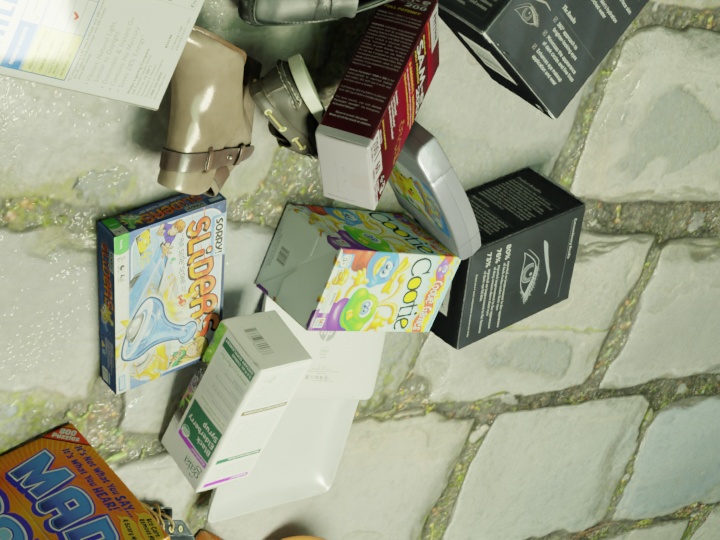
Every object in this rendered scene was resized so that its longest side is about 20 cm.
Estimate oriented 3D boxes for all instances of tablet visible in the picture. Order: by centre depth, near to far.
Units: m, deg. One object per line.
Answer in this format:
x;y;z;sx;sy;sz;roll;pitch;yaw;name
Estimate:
-0.046;0.088;1.751;0.199;0.014;0.132;4;99;-45;tablet

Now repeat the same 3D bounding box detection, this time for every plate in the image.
-0.093;0.198;1.808;0.198;0.032;0.202;-8;124;-42;plate

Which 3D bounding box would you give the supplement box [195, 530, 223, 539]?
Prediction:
-0.137;0.400;1.787;0.067;0.200;0.069;-50;142;0;supplement box

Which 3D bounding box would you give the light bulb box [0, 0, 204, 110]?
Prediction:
-0.233;-0.259;1.224;0.199;0.125;0.200;8;114;-47;light bulb box

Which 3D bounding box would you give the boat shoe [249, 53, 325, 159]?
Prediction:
-0.066;-0.156;1.507;0.060;0.072;0.201;-23;163;1;boat shoe

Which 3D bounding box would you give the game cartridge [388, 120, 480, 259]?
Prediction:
0.070;-0.098;1.655;0.040;0.133;0.201;-42;141;-11;game cartridge

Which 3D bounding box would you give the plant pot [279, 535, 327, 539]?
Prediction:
-0.058;0.450;1.935;0.201;0.200;0.140;-50;159;-2;plant pot

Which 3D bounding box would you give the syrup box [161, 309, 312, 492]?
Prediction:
-0.138;0.145;1.643;0.081;0.079;0.201;-10;140;-44;syrup box

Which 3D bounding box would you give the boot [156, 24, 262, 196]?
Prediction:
-0.158;-0.148;1.419;0.200;0.070;0.148;20;92;-61;boot

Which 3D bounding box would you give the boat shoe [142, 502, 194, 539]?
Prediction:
-0.245;0.289;1.702;0.091;0.071;0.201;-32;145;-25;boat shoe

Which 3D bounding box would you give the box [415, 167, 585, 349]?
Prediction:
0.166;-0.017;1.841;0.199;0.104;0.149;-21;133;-34;box

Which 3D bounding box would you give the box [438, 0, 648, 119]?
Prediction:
0.199;-0.308;1.631;0.201;0.117;0.196;-51;142;1;box

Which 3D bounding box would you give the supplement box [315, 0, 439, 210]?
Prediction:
0.021;-0.175;1.520;0.109;0.060;0.201;83;26;-58;supplement box

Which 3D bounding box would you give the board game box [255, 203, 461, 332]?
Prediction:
0.000;0.000;1.686;0.199;0.103;0.106;2;118;-46;board game box

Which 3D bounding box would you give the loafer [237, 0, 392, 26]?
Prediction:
-0.029;-0.278;1.462;0.199;0.070;0.069;-23;134;-32;loafer

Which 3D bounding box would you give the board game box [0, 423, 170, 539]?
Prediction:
-0.324;0.324;1.536;0.199;0.200;0.201;-25;136;-29;board game box

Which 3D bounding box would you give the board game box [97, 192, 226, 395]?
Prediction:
-0.205;0.021;1.550;0.135;0.034;0.202;-22;134;-32;board game box
